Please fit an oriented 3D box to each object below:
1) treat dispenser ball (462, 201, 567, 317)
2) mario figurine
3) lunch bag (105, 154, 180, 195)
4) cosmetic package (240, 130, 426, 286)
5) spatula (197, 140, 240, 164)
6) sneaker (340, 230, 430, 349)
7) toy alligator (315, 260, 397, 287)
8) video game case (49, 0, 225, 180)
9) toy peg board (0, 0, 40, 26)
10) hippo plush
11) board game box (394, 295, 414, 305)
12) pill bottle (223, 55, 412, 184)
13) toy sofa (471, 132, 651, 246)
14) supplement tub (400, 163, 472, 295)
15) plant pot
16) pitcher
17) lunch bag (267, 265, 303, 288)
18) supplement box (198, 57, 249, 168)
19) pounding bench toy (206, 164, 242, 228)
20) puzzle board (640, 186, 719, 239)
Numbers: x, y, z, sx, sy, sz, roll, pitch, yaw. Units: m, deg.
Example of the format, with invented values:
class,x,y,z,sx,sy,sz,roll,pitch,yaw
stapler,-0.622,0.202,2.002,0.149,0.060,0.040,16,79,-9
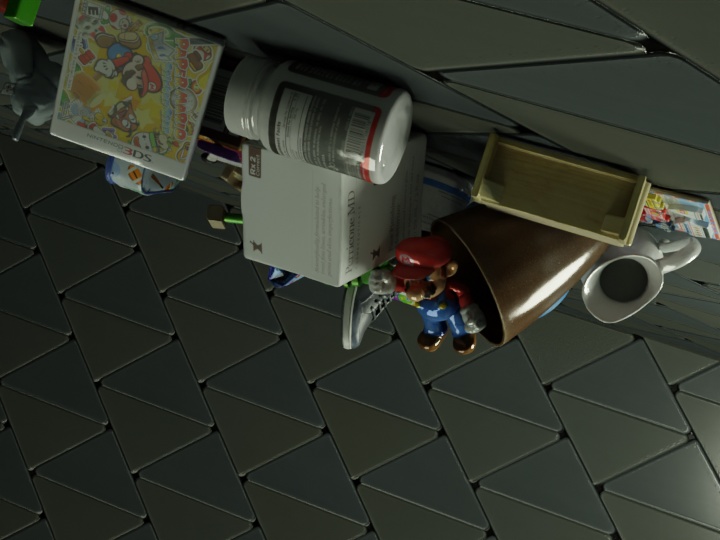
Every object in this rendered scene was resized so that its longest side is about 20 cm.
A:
class,x,y,z,sx,sy,sz,roll,pitch,yaw
treat dispenser ball,0.225,-0.020,1.553,0.201,0.201,0.201,19,177,1
mario figurine,0.087,0.043,1.354,0.106,0.123,0.200,-113,-1,-49
lunch bag,-0.274,-0.203,1.405,0.075,0.200,0.160,20,-170,11
cosmetic package,-0.035,-0.100,1.380,0.165,0.165,0.200,17,-152,31
spatula,-0.195,-0.153,1.366,0.056,0.021,0.200,18,178,-14
sneaker,0.056,0.028,1.479,0.146,0.203,0.077,14,161,9
toy alligator,0.000,0.000,1.425,0.200,0.054,0.059,7,-156,14
video game case,-0.279,-0.225,1.277,0.182,0.200,0.023,19,-147,-6
toy peg board,-0.418,-0.327,1.035,0.199,0.098,0.200,16,175,40
hippo plush,-0.466,-0.306,1.613,0.161,0.160,0.200,-11,-163,-7
board game box,0.199,0.052,3.409,0.200,0.105,0.103,18,144,13
pill bottle,-0.049,-0.181,1.212,0.200,0.114,0.114,18,177,15
toy sofa,0.241,-0.096,1.249,0.200,0.083,0.098,18,-179,16
supplement tub,0.089,-0.061,1.638,0.132,0.200,0.132,19,176,1
plant pot,0.226,-0.027,1.377,0.187,0.200,0.187,60,169,19
pitcher,0.395,-0.011,1.470,0.171,0.121,0.200,-26,-174,16
lunch bag,-0.060,-0.042,1.619,0.094,0.150,0.200,52,150,13
supplement box,-0.167,-0.209,1.425,0.086,0.111,0.200,19,177,6
pounding bench toy,-0.133,-0.121,1.654,0.156,0.200,0.124,32,178,8
puzzle board,0.382,-0.078,1.335,0.151,0.017,0.200,17,177,25
